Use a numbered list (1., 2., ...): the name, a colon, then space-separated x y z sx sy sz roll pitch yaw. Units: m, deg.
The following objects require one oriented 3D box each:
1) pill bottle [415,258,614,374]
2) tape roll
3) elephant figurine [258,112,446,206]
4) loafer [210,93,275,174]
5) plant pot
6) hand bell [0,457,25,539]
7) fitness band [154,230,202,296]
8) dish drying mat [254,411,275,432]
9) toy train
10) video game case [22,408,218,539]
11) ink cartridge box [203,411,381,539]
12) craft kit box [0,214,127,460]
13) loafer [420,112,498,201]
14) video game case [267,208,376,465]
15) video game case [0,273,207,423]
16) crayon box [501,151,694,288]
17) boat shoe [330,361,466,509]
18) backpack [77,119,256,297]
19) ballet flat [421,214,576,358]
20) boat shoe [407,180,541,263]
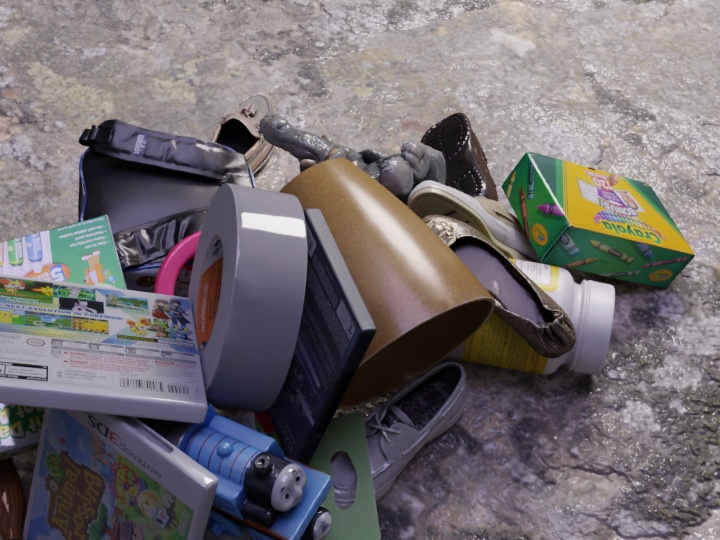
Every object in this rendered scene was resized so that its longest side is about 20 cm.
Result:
1. pill bottle: 0.160 0.046 1.336 0.198 0.115 0.115 10 49 4
2. tape roll: -0.108 0.025 1.160 0.065 0.201 0.202 9 46 -19
3. elephant figurine: -0.006 -0.092 1.443 0.198 0.157 0.141 8 6 37
4. loafer: -0.146 -0.150 1.514 0.071 0.063 0.201 14 49 9
5. plant pot: 0.000 0.000 1.226 0.185 0.187 0.201 -24 71 -24
6. hand bell: -0.348 0.164 1.225 0.103 0.104 0.202 -9 62 -12
7. fitness band: -0.111 0.039 1.281 0.198 0.037 0.145 22 81 -15
8. dish drying mat: -0.078 0.172 1.269 0.076 0.018 0.201 9 49 9
9. toy train: -0.116 0.177 1.110 0.198 0.115 0.087 19 61 29
10. video game case: -0.216 0.209 1.110 0.181 0.202 0.022 32 34 22
11. ink cartridge box: -0.090 0.202 1.188 0.198 0.048 0.147 -15 50 7
12. craft kit box: -0.310 0.067 1.206 0.198 0.049 0.200 -16 79 -12
13. loafer: 0.120 -0.111 1.512 0.073 0.071 0.201 -28 38 16
14. video game case: -0.050 0.065 1.153 0.019 0.201 0.144 -4 49 -28
15. video game case: -0.239 0.065 1.113 0.198 0.022 0.183 8 27 -17
16. crayon box: 0.264 -0.054 1.414 0.198 0.058 0.119 10 41 -34
17. boat shoe: 0.035 0.159 1.257 0.199 0.069 0.072 -30 57 -27
18. backpack: -0.201 -0.049 1.364 0.188 0.154 0.202 -6 63 -2
19. ballet flat: 0.134 0.011 1.264 0.200 0.046 0.067 43 78 12
20. boat shoe: 0.126 -0.043 1.393 0.199 0.074 0.069 36 38 -30
